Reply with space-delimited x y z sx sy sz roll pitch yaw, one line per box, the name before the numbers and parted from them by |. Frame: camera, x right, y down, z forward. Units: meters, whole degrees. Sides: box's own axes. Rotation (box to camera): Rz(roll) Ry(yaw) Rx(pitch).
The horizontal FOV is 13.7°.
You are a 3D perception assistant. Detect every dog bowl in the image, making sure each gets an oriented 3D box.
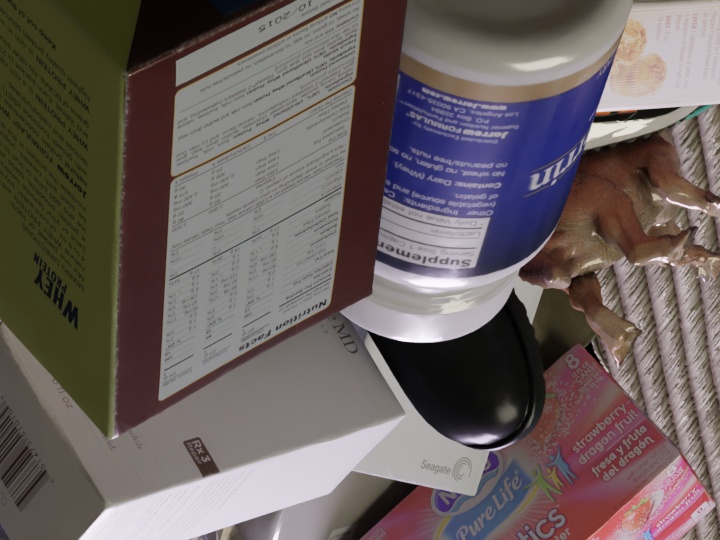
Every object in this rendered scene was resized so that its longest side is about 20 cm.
dog bowl | -0.008 0.105 1.668 0.200 0.059 0.201 -33 148 -24

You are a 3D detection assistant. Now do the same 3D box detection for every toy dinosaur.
toy dinosaur | 0.110 -0.037 1.504 0.200 0.135 0.086 -40 157 -44

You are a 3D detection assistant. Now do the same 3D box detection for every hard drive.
hard drive | 0.046 0.013 1.573 0.132 0.027 0.201 16 93 -50

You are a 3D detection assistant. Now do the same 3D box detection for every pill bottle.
pill bottle | 0.036 -0.065 1.225 0.115 0.116 0.200 -30 155 -28

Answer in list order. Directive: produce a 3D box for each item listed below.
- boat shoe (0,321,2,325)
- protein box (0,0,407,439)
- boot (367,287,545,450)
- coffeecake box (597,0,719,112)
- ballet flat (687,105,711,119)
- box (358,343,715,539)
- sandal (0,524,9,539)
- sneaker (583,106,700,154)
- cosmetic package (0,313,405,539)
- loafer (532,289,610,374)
boat shoe | -0.187 0.033 1.337 0.067 0.057 0.201 6 121 -56
protein box | -0.097 -0.087 1.162 0.134 0.199 0.201 -28 147 -28
boot | 0.001 0.000 1.421 0.073 0.199 0.162 -28 170 25
coffeecake box | 0.128 -0.152 1.346 0.199 0.154 0.073 -4 142 -4
ballet flat | 0.180 -0.116 1.647 0.199 0.068 0.070 -30 165 -25
box | 0.089 0.152 1.686 0.200 0.095 0.103 -42 153 0
sandal | -0.198 0.139 1.471 0.076 0.043 0.200 -47 151 0
sneaker | 0.111 -0.111 1.458 0.199 0.070 0.090 -22 143 -28
cosmetic package | -0.089 0.066 1.440 0.199 0.113 0.081 -18 158 -44
loafer | 0.102 0.025 1.705 0.075 0.070 0.200 -46 151 -1
